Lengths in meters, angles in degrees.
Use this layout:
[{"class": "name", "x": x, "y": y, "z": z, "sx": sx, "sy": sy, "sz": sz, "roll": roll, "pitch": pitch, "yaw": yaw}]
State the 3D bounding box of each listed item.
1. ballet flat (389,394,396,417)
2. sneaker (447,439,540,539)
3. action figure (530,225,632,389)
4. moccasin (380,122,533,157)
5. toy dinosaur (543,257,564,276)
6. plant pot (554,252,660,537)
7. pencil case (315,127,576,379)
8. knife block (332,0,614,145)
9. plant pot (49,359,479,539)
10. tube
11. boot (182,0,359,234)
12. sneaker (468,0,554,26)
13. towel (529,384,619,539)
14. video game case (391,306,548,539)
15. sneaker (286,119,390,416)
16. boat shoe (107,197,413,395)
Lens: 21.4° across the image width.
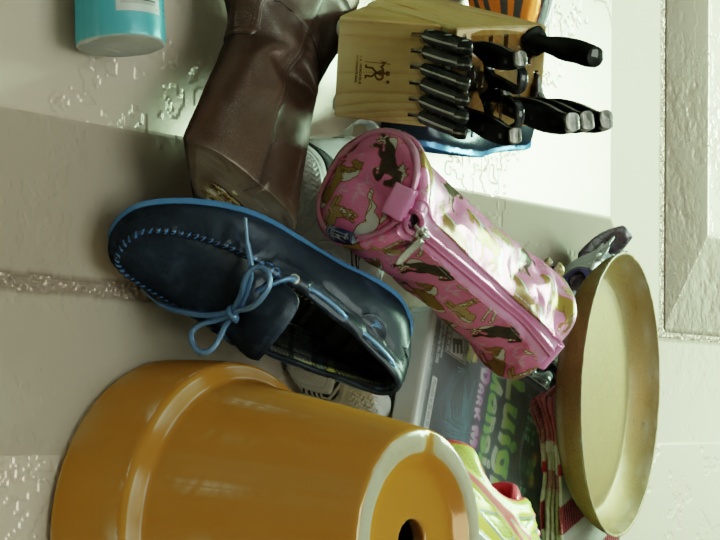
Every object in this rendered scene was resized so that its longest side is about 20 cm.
[{"class": "ballet flat", "x": 0.017, "y": 0.147, "z": 1.282, "sx": 0.067, "sy": 0.068, "sz": 0.200, "roll": 0, "pitch": 84, "yaw": -35}, {"class": "sneaker", "x": 0.093, "y": 0.182, "z": 1.215, "sx": 0.200, "sy": 0.078, "sz": 0.090, "roll": 53, "pitch": 44, "yaw": -37}, {"class": "action figure", "x": 0.162, "y": 0.046, "z": 1.469, "sx": 0.130, "sy": 0.069, "sz": 0.200, "roll": 59, "pitch": 36, "yaw": -14}, {"class": "moccasin", "x": 0.068, "y": -0.119, "z": 1.351, "sx": 0.200, "sy": 0.080, "sz": 0.068, "roll": -18, "pitch": 118, "yaw": -67}, {"class": "toy dinosaur", "x": 0.084, "y": -0.004, "z": 1.356, "sx": 0.101, "sy": 0.200, "sz": 0.058, "roll": 33, "pitch": 90, "yaw": -11}, {"class": "plant pot", "x": 0.173, "y": 0.087, "z": 1.343, "sx": 0.200, "sy": 0.027, "sz": 0.200, "roll": 1, "pitch": 90, "yaw": -67}, {"class": "pencil case", "x": 0.057, "y": -0.008, "z": 1.191, "sx": 0.200, "sy": 0.083, "sz": 0.087, "roll": 39, "pitch": 46, "yaw": -43}, {"class": "knife block", "x": 0.079, "y": -0.125, "z": 1.182, "sx": 0.200, "sy": 0.175, "sz": 0.064, "roll": -43, "pitch": 139, "yaw": -70}, {"class": "plant pot", "x": -0.041, "y": 0.151, "z": 1.084, "sx": 0.200, "sy": 0.183, "sz": 0.200, "roll": 3, "pitch": 86, "yaw": -55}, {"class": "tube", "x": -0.140, "y": -0.224, "z": 1.084, "sx": 0.077, "sy": 0.050, "sz": 0.200, "roll": 15, "pitch": 71, "yaw": -66}, {"class": "boot", "x": -0.080, "y": -0.136, "z": 1.124, "sx": 0.186, "sy": 0.064, "sz": 0.200, "roll": 40, "pitch": 54, "yaw": -33}, {"class": "sneaker", "x": 0.078, "y": -0.255, "z": 1.377, "sx": 0.112, "sy": 0.078, "sz": 0.200, "roll": 7, "pitch": 72, "yaw": -50}, {"class": "towel", "x": 0.158, "y": 0.171, "z": 1.370, "sx": 0.144, "sy": 0.023, "sz": 0.200, "roll": -21, "pitch": 109, "yaw": -64}, {"class": "video game case", "x": 0.073, "y": 0.149, "z": 1.275, "sx": 0.182, "sy": 0.023, "sz": 0.200, "roll": 35, "pitch": 57, "yaw": -48}, {"class": "sneaker", "x": 0.000, "y": 0.000, "z": 1.241, "sx": 0.115, "sy": 0.075, "sz": 0.200, "roll": -30, "pitch": 109, "yaw": -48}, {"class": "boat shoe", "x": -0.051, "y": 0.016, "z": 1.109, "sx": 0.200, "sy": 0.084, "sz": 0.069, "roll": 17, "pitch": 42, "yaw": -21}]
